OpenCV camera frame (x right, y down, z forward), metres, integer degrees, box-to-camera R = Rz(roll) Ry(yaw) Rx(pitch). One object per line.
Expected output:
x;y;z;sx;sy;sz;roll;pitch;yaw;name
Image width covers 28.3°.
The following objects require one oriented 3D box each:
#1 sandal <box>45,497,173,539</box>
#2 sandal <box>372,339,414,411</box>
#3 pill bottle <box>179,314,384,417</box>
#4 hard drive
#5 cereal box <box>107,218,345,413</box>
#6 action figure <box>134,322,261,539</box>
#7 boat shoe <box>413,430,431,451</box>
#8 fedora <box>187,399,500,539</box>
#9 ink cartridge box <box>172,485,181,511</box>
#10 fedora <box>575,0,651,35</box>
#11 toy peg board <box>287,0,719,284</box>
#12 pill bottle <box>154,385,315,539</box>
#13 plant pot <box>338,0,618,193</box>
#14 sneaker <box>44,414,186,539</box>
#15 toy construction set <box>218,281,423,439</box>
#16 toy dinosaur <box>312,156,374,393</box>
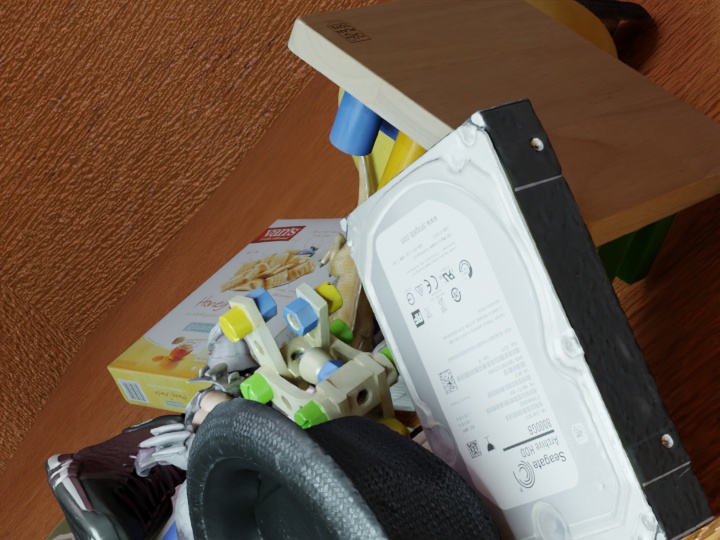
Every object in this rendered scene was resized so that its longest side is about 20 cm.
-0.209;0.240;1.046;0.080;0.054;0.201;24;71;45;sandal
0.042;0.059;0.935;0.202;0.081;0.050;152;122;-66;sandal
-0.057;0.085;1.111;0.200;0.112;0.112;-48;6;-40;pill bottle
0.068;0.041;0.661;0.038;0.202;0.139;-19;-8;-33;hard drive
-0.072;0.029;1.050;0.143;0.040;0.200;1;36;46;cereal box
-0.093;0.129;0.861;0.130;0.069;0.203;15;-100;-66;action figure
0.023;0.184;0.756;0.202;0.071;0.068;-62;-23;-14;boat shoe
0.005;0.140;0.669;0.091;0.202;0.200;-24;-6;-34;fedora
-0.134;0.226;1.135;0.145;0.084;0.201;-43;16;36;ink cartridge box
0.147;-0.186;1.188;0.201;0.198;0.093;-109;25;-76;fedora
0.081;-0.059;0.788;0.199;0.199;0.099;-19;-41;-49;toy peg board
-0.070;0.178;0.965;0.201;0.112;0.112;-54;12;-11;pill bottle
0.089;-0.068;0.959;0.200;0.198;0.143;-42;42;39;plant pot
-0.151;0.140;0.978;0.115;0.076;0.200;-26;14;-13;sneaker
-0.004;0.101;0.843;0.092;0.201;0.131;-45;49;-14;toy construction set
0.000;0.000;0.946;0.101;0.057;0.203;100;178;-85;toy dinosaur
